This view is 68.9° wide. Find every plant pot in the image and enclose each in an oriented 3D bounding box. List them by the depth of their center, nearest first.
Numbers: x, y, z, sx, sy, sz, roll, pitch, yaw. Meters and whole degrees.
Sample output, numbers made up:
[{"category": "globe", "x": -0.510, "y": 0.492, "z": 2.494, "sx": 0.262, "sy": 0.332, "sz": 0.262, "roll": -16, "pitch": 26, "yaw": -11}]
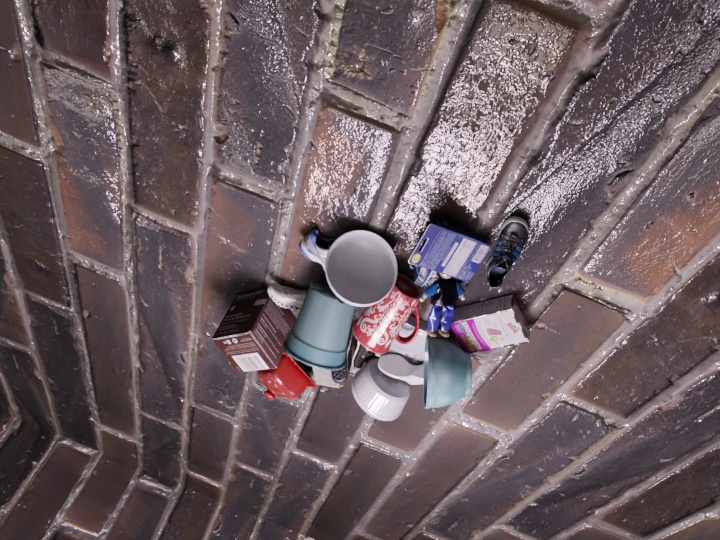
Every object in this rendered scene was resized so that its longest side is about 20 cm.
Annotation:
[{"category": "plant pot", "x": 0.253, "y": 0.299, "z": 1.523, "sx": 0.130, "sy": 0.204, "sz": 0.204, "roll": 3, "pitch": 133, "yaw": 3}, {"category": "plant pot", "x": -0.107, "y": 0.156, "z": 1.539, "sx": 0.195, "sy": 0.200, "sz": 0.201, "roll": 19, "pitch": 100, "yaw": 1}]

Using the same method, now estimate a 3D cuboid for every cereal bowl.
[{"category": "cereal bowl", "x": 0.000, "y": 0.000, "z": 1.408, "sx": 0.195, "sy": 0.205, "sz": 0.083, "roll": 20, "pitch": 165, "yaw": 0}]

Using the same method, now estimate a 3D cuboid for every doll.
[{"category": "doll", "x": 0.223, "y": 0.081, "z": 1.440, "sx": 0.132, "sy": 0.049, "sz": 0.206, "roll": 3, "pitch": 110, "yaw": -11}]

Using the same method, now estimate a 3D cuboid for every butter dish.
[{"category": "butter dish", "x": -0.283, "y": 0.385, "z": 1.840, "sx": 0.197, "sy": 0.149, "sz": 0.201, "roll": -1, "pitch": 134, "yaw": 49}]

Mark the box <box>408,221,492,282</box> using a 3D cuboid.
[{"category": "box", "x": 0.221, "y": -0.049, "z": 1.316, "sx": 0.195, "sy": 0.033, "sz": 0.123, "roll": 16, "pitch": 120, "yaw": -26}]

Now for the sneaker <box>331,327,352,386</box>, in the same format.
[{"category": "sneaker", "x": -0.061, "y": 0.264, "z": 1.678, "sx": 0.069, "sy": 0.207, "sz": 0.083, "roll": 5, "pitch": 169, "yaw": 13}]

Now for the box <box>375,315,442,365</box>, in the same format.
[{"category": "box", "x": 0.149, "y": 0.229, "z": 1.648, "sx": 0.152, "sy": 0.042, "sz": 0.202, "roll": 23, "pitch": 135, "yaw": -3}]

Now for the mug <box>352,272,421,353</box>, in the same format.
[{"category": "mug", "x": 0.093, "y": 0.118, "z": 1.506, "sx": 0.174, "sy": 0.135, "sz": 0.202, "roll": 6, "pitch": 127, "yaw": -41}]

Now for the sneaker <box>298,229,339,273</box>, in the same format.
[{"category": "sneaker", "x": -0.076, "y": -0.040, "z": 1.464, "sx": 0.197, "sy": 0.078, "sz": 0.085, "roll": 33, "pitch": 129, "yaw": -12}]

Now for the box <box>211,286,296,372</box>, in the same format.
[{"category": "box", "x": -0.333, "y": 0.189, "z": 1.668, "sx": 0.162, "sy": 0.203, "sz": 0.166, "roll": -12, "pitch": 126, "yaw": 27}]

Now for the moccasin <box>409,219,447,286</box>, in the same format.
[{"category": "moccasin", "x": 0.167, "y": -0.051, "z": 1.373, "sx": 0.066, "sy": 0.081, "sz": 0.204, "roll": 10, "pitch": 122, "yaw": -11}]

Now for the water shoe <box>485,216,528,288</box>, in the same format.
[{"category": "water shoe", "x": 0.367, "y": -0.038, "z": 1.305, "sx": 0.069, "sy": 0.080, "sz": 0.204, "roll": 14, "pitch": 134, "yaw": 5}]

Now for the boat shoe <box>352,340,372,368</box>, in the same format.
[{"category": "boat shoe", "x": 0.018, "y": 0.251, "z": 1.690, "sx": 0.062, "sy": 0.074, "sz": 0.205, "roll": 23, "pitch": 130, "yaw": 8}]

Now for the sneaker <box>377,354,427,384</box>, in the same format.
[{"category": "sneaker", "x": 0.146, "y": 0.329, "z": 1.669, "sx": 0.194, "sy": 0.077, "sz": 0.089, "roll": 15, "pitch": 147, "yaw": 2}]

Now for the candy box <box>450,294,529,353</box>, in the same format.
[{"category": "candy box", "x": 0.365, "y": 0.156, "z": 1.493, "sx": 0.196, "sy": 0.062, "sz": 0.138, "roll": -16, "pitch": 124, "yaw": 32}]

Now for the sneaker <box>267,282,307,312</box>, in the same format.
[{"category": "sneaker", "x": -0.195, "y": 0.086, "z": 1.627, "sx": 0.197, "sy": 0.076, "sz": 0.081, "roll": 30, "pitch": 125, "yaw": -18}]

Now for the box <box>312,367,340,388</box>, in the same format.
[{"category": "box", "x": -0.113, "y": 0.300, "z": 1.777, "sx": 0.092, "sy": 0.079, "sz": 0.204, "roll": 7, "pitch": 132, "yaw": 13}]

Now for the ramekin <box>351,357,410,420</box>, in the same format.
[{"category": "ramekin", "x": 0.075, "y": 0.375, "z": 1.705, "sx": 0.199, "sy": 0.204, "sz": 0.095, "roll": 29, "pitch": 121, "yaw": -8}]
